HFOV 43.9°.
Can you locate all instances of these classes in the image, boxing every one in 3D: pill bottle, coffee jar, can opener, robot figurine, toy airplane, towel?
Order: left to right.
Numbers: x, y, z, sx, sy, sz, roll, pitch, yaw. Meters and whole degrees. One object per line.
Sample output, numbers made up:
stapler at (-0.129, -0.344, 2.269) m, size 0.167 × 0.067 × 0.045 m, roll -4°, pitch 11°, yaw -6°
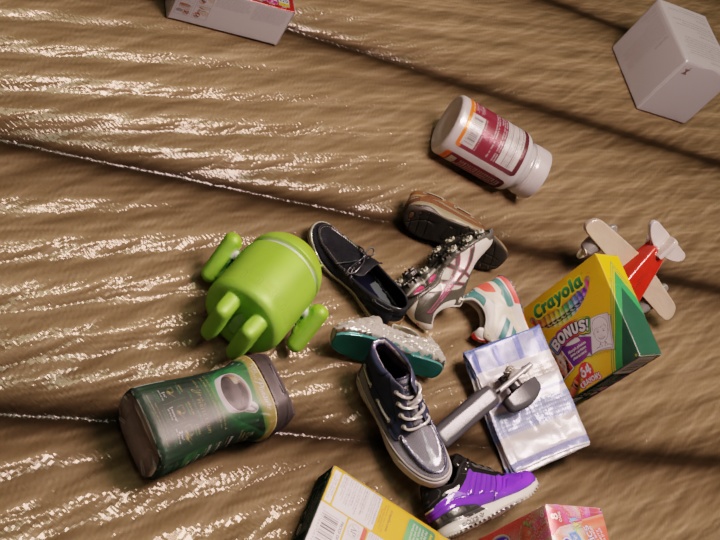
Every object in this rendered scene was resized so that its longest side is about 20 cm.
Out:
coffee jar at (-0.179, 0.169, 1.071) m, size 0.199 × 0.085 × 0.105 m, roll -13°, pitch 64°, yaw -38°
robot figurine at (-0.126, 0.027, 1.184) m, size 0.175 × 0.116 × 0.200 m, roll 37°, pitch 46°, yaw 0°
can opener at (0.182, 0.196, 1.281) m, size 0.199 × 0.053 × 0.067 m, roll -31°, pitch 79°, yaw -23°
pill bottle at (0.236, -0.217, 1.602) m, size 0.199 × 0.114 × 0.115 m, roll 27°, pitch 48°, yaw -16°
towel at (0.248, 0.194, 1.341) m, size 0.146 × 0.024 × 0.201 m, roll -17°, pitch 77°, yaw -17°
toy airplane at (0.477, 0.001, 1.598) m, size 0.198 × 0.141 × 0.202 m, roll -7°, pitch 96°, yaw -24°

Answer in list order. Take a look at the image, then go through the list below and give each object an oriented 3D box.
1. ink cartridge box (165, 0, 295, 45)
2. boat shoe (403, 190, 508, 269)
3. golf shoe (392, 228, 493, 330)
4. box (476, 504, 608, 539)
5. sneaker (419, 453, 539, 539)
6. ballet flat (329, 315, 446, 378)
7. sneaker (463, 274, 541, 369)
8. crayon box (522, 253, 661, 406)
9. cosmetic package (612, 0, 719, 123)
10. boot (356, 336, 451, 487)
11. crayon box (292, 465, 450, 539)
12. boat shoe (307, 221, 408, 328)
ink cartridge box at (-0.225, -0.491, 1.499) m, size 0.199 × 0.084 × 0.177 m, roll 6°, pitch 56°, yaw -30°
boat shoe at (0.160, -0.074, 1.480) m, size 0.199 × 0.076 × 0.074 m, roll 29°, pitch 38°, yaw -21°
golf shoe at (0.138, 0.007, 1.395) m, size 0.200 × 0.077 × 0.088 m, roll -37°, pitch 105°, yaw -21°
box at (0.214, 0.373, 1.117) m, size 0.094 × 0.200 × 0.103 m, roll 13°, pitch 54°, yaw -26°
sneaker at (0.160, 0.293, 1.228) m, size 0.199 × 0.070 × 0.100 m, roll -12°, pitch 65°, yaw -40°
ballet flat at (0.036, 0.102, 1.282) m, size 0.199 × 0.072 × 0.072 m, roll 22°, pitch 49°, yaw -31°
sneaker at (0.225, 0.112, 1.413) m, size 0.093 × 0.070 × 0.201 m, roll -20°, pitch 80°, yaw -14°
crayon box at (0.350, 0.098, 1.401) m, size 0.058 × 0.200 × 0.174 m, roll 0°, pitch 60°, yaw -34°
cosmetic package at (0.726, -0.487, 2.088) m, size 0.166 × 0.166 × 0.201 m, roll 9°, pitch 54°, yaw -29°
boot at (0.060, 0.188, 1.190) m, size 0.072 × 0.091 × 0.200 m, roll -23°, pitch 60°, yaw -27°
crayon box at (0.017, 0.351, 1.103) m, size 0.199 × 0.052 × 0.126 m, roll 34°, pitch 47°, yaw -9°
boat shoe at (0.000, 0.000, 1.328) m, size 0.200 × 0.062 × 0.074 m, roll 50°, pitch 48°, yaw 7°
